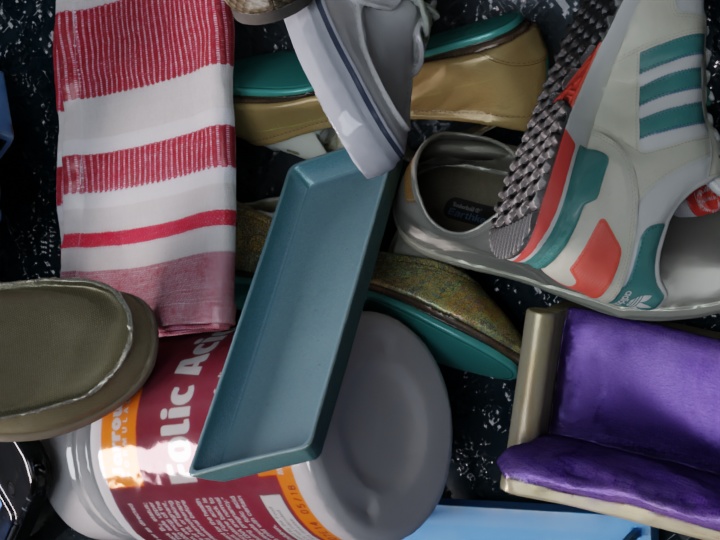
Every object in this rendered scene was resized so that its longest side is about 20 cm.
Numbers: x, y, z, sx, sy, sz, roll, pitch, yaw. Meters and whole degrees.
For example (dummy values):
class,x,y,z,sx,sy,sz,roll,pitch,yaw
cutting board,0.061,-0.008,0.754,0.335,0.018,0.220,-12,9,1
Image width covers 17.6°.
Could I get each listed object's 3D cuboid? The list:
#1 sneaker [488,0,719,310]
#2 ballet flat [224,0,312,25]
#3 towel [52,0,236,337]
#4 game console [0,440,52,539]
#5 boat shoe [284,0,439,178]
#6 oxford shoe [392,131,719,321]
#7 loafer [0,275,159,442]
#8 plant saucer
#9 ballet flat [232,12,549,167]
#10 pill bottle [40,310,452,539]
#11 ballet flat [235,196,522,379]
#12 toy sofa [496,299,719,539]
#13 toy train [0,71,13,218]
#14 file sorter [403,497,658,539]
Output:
class,x,y,z,sx,sy,sz,roll,pitch,yaw
sneaker,0.135,-0.071,1.080,0.093,0.200,0.070,29,156,-11
ballet flat,-0.056,-0.182,1.118,0.067,0.200,0.046,-19,124,4
towel,-0.112,-0.065,1.191,0.144,0.023,0.201,-8,80,48
game console,-0.271,0.109,1.246,0.176,0.116,0.200,56,142,23
boat shoe,0.003,-0.129,1.104,0.067,0.074,0.200,-26,46,10
oxford shoe,0.108,-0.024,1.112,0.199,0.058,0.075,11,61,16
loafer,-0.198,0.045,1.134,0.199,0.068,0.076,-10,73,1
plant saucer,-0.025,0.016,1.097,0.070,0.201,0.019,-16,131,32
ballet flat,0.001,-0.081,1.167,0.199,0.069,0.063,-7,111,27
pill bottle,-0.063,0.085,1.175,0.199,0.114,0.115,-8,94,40
ballet flat,0.000,0.000,1.183,0.199,0.071,0.071,14,103,20
toy sofa,0.168,0.075,1.095,0.199,0.098,0.083,13,103,23
toy train,-0.259,-0.027,1.268,0.200,0.086,0.115,-50,35,31
file sorter,0.067,0.226,1.143,0.138,0.123,0.201,1,101,24
